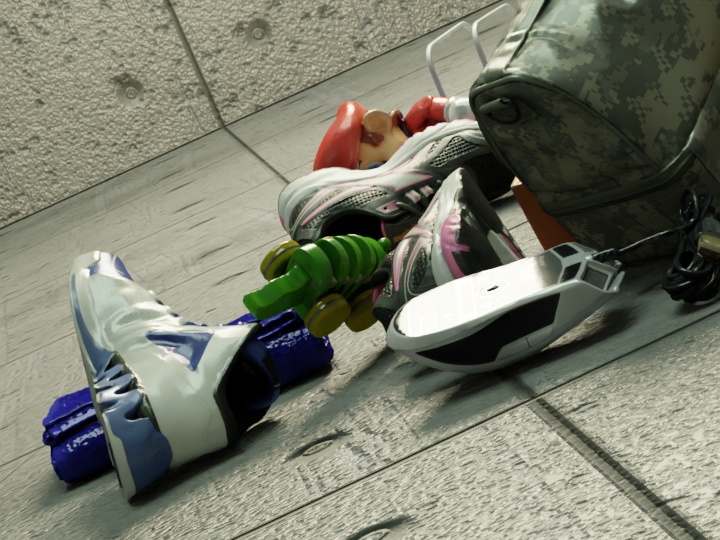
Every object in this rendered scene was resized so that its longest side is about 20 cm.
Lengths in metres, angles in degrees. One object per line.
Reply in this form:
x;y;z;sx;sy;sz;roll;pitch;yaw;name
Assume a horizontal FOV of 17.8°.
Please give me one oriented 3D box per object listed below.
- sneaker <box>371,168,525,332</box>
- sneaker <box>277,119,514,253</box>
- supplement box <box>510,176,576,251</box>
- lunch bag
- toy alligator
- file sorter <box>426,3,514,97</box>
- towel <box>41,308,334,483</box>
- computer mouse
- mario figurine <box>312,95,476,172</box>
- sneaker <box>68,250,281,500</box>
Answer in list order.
0.046;-0.004;1.429;0.086;0.081;0.200;-33;1;13;sneaker
0.037;-0.048;1.810;0.199;0.081;0.086;-22;32;6;sneaker
0.162;-0.084;1.554;0.069;0.067;0.200;-21;20;29;supplement box
0.164;-0.129;1.387;0.139;0.168;0.201;-10;44;51;lunch bag
0.000;0.000;1.473;0.200;0.059;0.054;-7;-39;-53;toy alligator
0.175;-0.183;2.004;0.199;0.125;0.139;-20;9;26;file sorter
-0.118;0.070;1.544;0.199;0.050;0.148;-24;10;-1;towel
0.112;0.016;1.282;0.199;0.044;0.110;-20;21;9;computer mouse
0.060;-0.090;1.887;0.199;0.124;0.106;-13;26;-6;mario figurine
-0.113;0.061;1.435;0.115;0.081;0.200;-13;35;-9;sneaker
